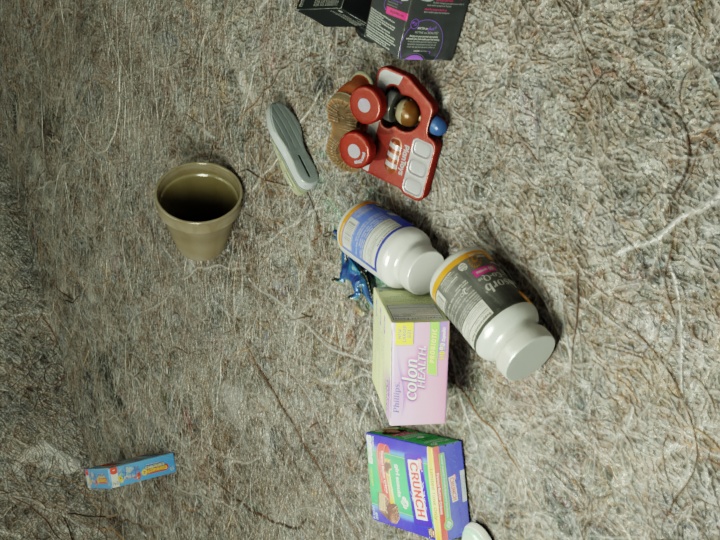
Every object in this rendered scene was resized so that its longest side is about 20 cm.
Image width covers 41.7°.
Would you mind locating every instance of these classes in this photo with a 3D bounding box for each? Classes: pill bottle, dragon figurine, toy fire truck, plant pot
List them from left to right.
[{"bbox_3d":[-0.372,-0.120,2.192,0.200,0.199,0.174,54,151,33],"label":"plant pot"},{"bbox_3d":[0.000,0.000,1.784,0.200,0.058,0.100,48,133,40],"label":"dragon figurine"},{"bbox_3d":[0.055,-0.037,1.655,0.200,0.111,0.113,36,124,44],"label":"pill bottle"},{"bbox_3d":[0.069,-0.238,1.621,0.167,0.112,0.201,28,122,21],"label":"toy fire truck"},{"bbox_3d":[0.204,0.067,1.465,0.200,0.116,0.117,52,135,34],"label":"pill bottle"}]

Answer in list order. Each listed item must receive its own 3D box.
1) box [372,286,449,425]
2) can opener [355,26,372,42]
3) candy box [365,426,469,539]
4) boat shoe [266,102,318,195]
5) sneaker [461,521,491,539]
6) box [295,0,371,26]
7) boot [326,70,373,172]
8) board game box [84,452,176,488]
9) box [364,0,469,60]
[{"bbox_3d":[0.081,0.137,1.595,0.200,0.096,0.177,-115,25,-73],"label":"box"},{"bbox_3d":[0.014,-0.462,1.677,0.200,0.078,0.064,-126,35,-46],"label":"can opener"},{"bbox_3d":[0.100,0.380,1.704,0.199,0.077,0.171,-1,95,53],"label":"candy box"},{"bbox_3d":[-0.151,-0.247,1.937,0.062,0.072,0.201,-38,68,48],"label":"boat shoe"},{"bbox_3d":[0.173,0.535,1.596,0.074,0.117,0.202,-1,94,56],"label":"sneaker"},{"bbox_3d":[-0.017,-0.530,1.635,0.141,0.079,0.202,19,90,49],"label":"box"},{"bbox_3d":[-0.011,-0.271,1.744,0.075,0.108,0.201,20,145,11],"label":"boot"},{"bbox_3d":[-0.656,0.569,2.695,0.199,0.195,0.056,-18,82,54],"label":"board game box"},{"bbox_3d":[0.099,-0.448,1.504,0.106,0.122,0.201,44,130,41],"label":"box"}]
